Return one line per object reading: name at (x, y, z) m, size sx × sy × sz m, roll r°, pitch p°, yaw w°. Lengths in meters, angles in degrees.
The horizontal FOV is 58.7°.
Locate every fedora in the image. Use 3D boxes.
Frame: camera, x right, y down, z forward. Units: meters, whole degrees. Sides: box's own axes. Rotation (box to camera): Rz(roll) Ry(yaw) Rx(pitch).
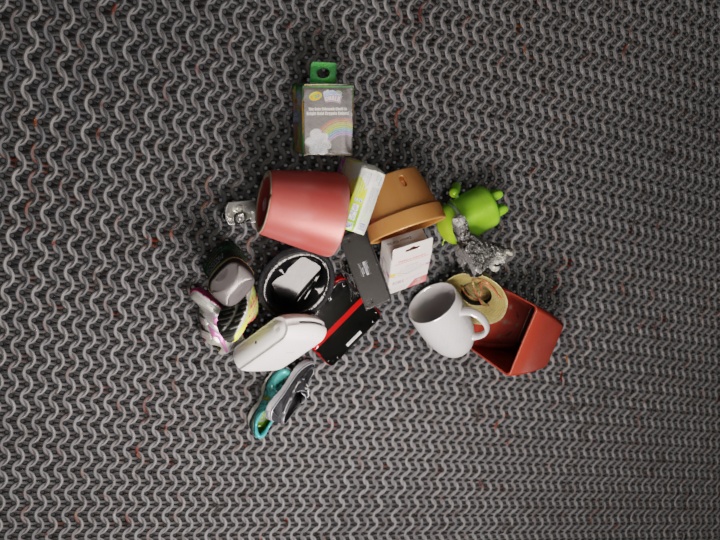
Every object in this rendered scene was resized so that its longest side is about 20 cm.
fedora at (-0.163, 0.021, 1.584) m, size 0.197 × 0.092 × 0.205 m, roll -5°, pitch 110°, yaw -14°

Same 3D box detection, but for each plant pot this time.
plant pot at (0.096, -0.163, 1.571) m, size 0.197 × 0.200 × 0.143 m, roll -18°, pitch 86°, yaw -13°
plant pot at (0.447, 0.172, 1.796) m, size 0.174 × 0.200 × 0.203 m, roll 14°, pitch 102°, yaw -33°
plant pot at (-0.139, -0.140, 1.456) m, size 0.174 × 0.200 × 0.204 m, roll 8°, pitch 104°, yaw -22°

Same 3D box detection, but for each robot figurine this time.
robot figurine at (0.283, -0.144, 1.676) m, size 0.198 × 0.116 × 0.178 m, roll -27°, pitch 107°, yaw -9°

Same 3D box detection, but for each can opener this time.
can opener at (-0.237, -0.146, 1.536) m, size 0.197 × 0.067 × 0.054 m, roll -9°, pitch 105°, yaw -30°

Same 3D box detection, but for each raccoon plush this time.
raccoon plush at (0.315, -0.073, 1.611) m, size 0.133 × 0.097 × 0.202 m, roll -29°, pitch 135°, yaw -14°

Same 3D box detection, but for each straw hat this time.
straw hat at (0.323, 0.051, 1.755) m, size 0.202 × 0.199 × 0.086 m, roll 50°, pitch 47°, yaw -24°

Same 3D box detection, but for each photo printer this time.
photo printer at (-0.189, 0.173, 1.559) m, size 0.199 × 0.070 × 0.165 m, roll -35°, pitch 156°, yaw 25°

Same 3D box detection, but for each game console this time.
game console at (-0.064, 0.131, 1.690) m, size 0.200 × 0.031 × 0.177 m, roll -44°, pitch 118°, yaw -2°

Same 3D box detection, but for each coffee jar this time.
coffee jar at (-0.305, 0.005, 1.470) m, size 0.104 × 0.200 × 0.085 m, roll -46°, pitch 115°, yaw -1°

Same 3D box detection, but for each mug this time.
mug at (0.250, 0.143, 1.714) m, size 0.176 × 0.197 × 0.149 m, roll 54°, pitch 46°, yaw -31°

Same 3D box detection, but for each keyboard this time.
keyboard at (0.000, 0.000, 1.648) m, size 0.102 × 0.040 × 0.203 m, roll -20°, pitch 89°, yaw -5°

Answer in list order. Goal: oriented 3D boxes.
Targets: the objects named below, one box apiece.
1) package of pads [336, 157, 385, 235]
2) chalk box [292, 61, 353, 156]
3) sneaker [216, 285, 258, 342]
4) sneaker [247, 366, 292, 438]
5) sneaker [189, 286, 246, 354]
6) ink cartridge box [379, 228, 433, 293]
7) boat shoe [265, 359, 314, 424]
package of pads at (-0.015, -0.183, 1.513) m, size 0.067 × 0.200 × 0.157 m, roll 16°, pitch 101°, yaw -21°
chalk box at (-0.088, -0.373, 1.475) m, size 0.122 × 0.124 × 0.204 m, roll -3°, pitch 106°, yaw -17°
sneaker at (-0.279, 0.101, 1.525) m, size 0.077 × 0.202 × 0.091 m, roll -12°, pitch 129°, yaw 18°
sneaker at (-0.227, 0.346, 1.668) m, size 0.077 × 0.080 × 0.203 m, roll 23°, pitch 97°, yaw -23°
sneaker at (-0.358, 0.130, 1.555) m, size 0.088 × 0.081 × 0.201 m, roll -36°, pitch 114°, yaw -7°
ink cartridge box at (0.113, -0.033, 1.620) m, size 0.115 × 0.068 × 0.201 m, roll -18°, pitch 150°, yaw -14°
boat shoe at (-0.161, 0.310, 1.634) m, size 0.200 × 0.067 × 0.073 m, roll -48°, pitch 144°, yaw -44°
